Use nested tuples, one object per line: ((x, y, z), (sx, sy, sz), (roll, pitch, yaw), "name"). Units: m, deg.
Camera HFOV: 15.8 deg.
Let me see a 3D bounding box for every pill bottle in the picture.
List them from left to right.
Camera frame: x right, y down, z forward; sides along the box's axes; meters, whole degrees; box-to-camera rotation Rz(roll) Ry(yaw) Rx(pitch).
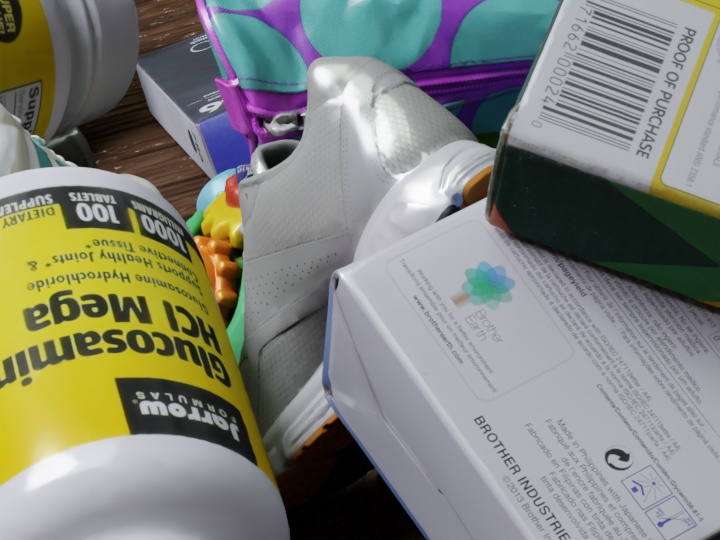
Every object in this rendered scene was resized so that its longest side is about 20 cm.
((-0.194, -0.085, 1.074), (0.114, 0.115, 0.200), (2, 18, 40), "pill bottle")
((-0.087, 0.067, 0.854), (0.112, 0.113, 0.200), (-19, 45, -3), "pill bottle")

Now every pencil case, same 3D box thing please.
((0.045, -0.084, 0.940), (0.199, 0.085, 0.093), (-9, 38, 4), "pencil case")

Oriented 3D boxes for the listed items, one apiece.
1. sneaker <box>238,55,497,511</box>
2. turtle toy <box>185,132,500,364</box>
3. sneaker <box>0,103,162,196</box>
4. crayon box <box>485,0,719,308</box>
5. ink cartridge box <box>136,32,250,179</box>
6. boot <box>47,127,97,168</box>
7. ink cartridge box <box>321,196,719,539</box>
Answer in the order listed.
((-0.012, 0.006, 0.907), (0.076, 0.200, 0.092), (-17, 59, -43), "sneaker")
((0.000, 0.000, 1.012), (0.199, 0.101, 0.146), (-11, 23, 17), "turtle toy")
((-0.136, -0.036, 1.017), (0.070, 0.094, 0.200), (-12, 6, 23), "sneaker")
((0.152, -0.041, 0.794), (0.200, 0.051, 0.127), (21, 59, 7), "crayon box")
((-0.049, -0.090, 1.345), (0.099, 0.039, 0.200), (-22, 23, -11), "ink cartridge box")
((-0.206, -0.010, 1.152), (0.200, 0.073, 0.182), (-23, -19, -17), "boot")
((0.107, 0.027, 0.820), (0.200, 0.076, 0.137), (-27, 65, -19), "ink cartridge box")
